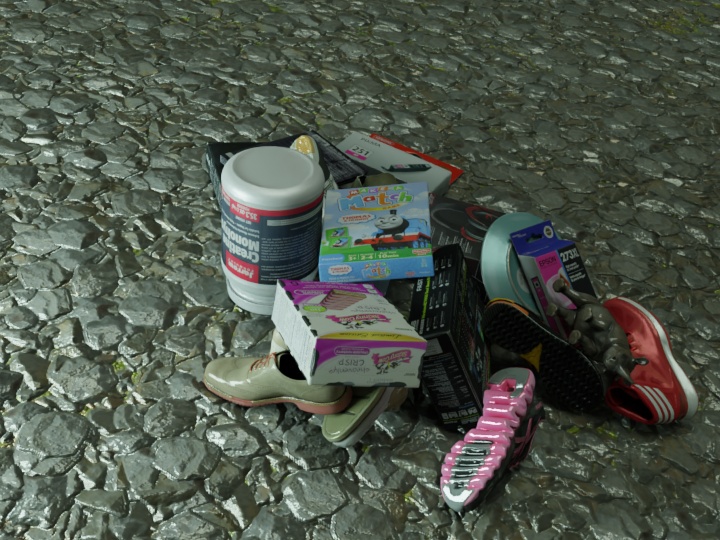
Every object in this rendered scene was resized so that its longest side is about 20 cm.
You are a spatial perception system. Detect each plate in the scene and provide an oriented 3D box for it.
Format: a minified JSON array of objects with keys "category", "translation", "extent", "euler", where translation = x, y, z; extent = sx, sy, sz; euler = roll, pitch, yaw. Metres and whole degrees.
[{"category":"plate","translation":[0.258,0.007,1.453],"extent":[0.198,0.025,0.203],"euler":[13,67,-32]}]

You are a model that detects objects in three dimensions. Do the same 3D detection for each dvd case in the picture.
[{"category":"dvd case","translation":[-0.106,-0.168,1.619],"extent":[0.199,0.016,0.148],"euler":[-21,49,-39]}]

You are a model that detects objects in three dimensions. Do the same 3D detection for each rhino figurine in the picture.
[{"category":"rhino figurine","translation":[0.317,0.089,1.315],"extent":[0.087,0.060,0.200],"euler":[28,18,-27]}]

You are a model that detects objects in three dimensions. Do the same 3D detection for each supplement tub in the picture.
[{"category":"supplement tub","translation":[-0.122,-0.055,1.374],"extent":[0.138,0.202,0.141],"euler":[4,35,-3]}]

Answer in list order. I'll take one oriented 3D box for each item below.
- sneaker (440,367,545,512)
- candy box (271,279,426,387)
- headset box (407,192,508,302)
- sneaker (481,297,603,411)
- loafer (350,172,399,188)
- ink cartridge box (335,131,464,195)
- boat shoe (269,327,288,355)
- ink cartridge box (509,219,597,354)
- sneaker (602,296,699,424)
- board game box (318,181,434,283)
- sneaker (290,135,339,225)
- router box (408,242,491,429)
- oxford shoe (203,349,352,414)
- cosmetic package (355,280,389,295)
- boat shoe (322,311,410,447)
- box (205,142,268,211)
[{"category":"sneaker","translation":[0.170,0.217,1.204],"extent":[0.078,0.096,0.201],"euler":[5,48,44]},{"category":"candy box","translation":[-0.019,0.071,1.193],"extent":[0.135,0.062,0.200],"euler":[3,18,-20]},{"category":"headset box","translation":[0.151,-0.037,1.540],"extent":[0.198,0.076,0.149],"euler":[16,37,6]},{"category":"sneaker","translation":[0.252,0.105,1.356],"extent":[0.200,0.070,0.090],"euler":[40,17,0]},{"category":"loafer","translation":[0.029,-0.118,1.550],"extent":[0.074,0.071,0.200],"euler":[5,4,-27]},{"category":"ink cartridge box","translation":[0.069,-0.193,1.757],"extent":[0.198,0.044,0.174],"euler":[25,39,17]},{"category":"boat shoe","translation":[-0.020,0.099,1.316],"extent":[0.197,0.066,0.072],"euler":[2,37,-13]},{"category":"ink cartridge box","translation":[0.290,0.025,1.433],"extent":[0.094,0.037,0.202],"euler":[-18,82,-37]},{"category":"sneaker","translation":[0.366,0.120,1.353],"extent":[0.115,0.079,0.201],"euler":[-4,48,-36]},{"category":"board game box","translation":[0.023,-0.054,1.366],"extent":[0.149,0.037,0.201],"euler":[-5,32,4]},{"category":"sneaker","translation":[-0.056,-0.107,1.527],"extent":[0.087,0.075,0.202],"euler":[-6,81,-43]},{"category":"router box","translation":[0.119,0.082,1.301],"extent":[0.061,0.151,0.201],"euler":[-15,31,19]},{"category":"oxford shoe","translation":[-0.108,0.122,1.226],"extent":[0.198,0.075,0.071],"euler":[3,44,19]},{"category":"cosmetic package","translation":[0.000,0.000,1.423],"extent":[0.082,0.051,0.201],"euler":[32,45,-11]},{"category":"boat shoe","translation":[0.027,0.147,1.252],"extent":[0.074,0.069,0.201],"euler":[2,47,45]},{"category":"box","translation":[-0.143,-0.143,1.627],"extent":[0.191,0.048,0.201],"euler":[0,37,-20]}]
